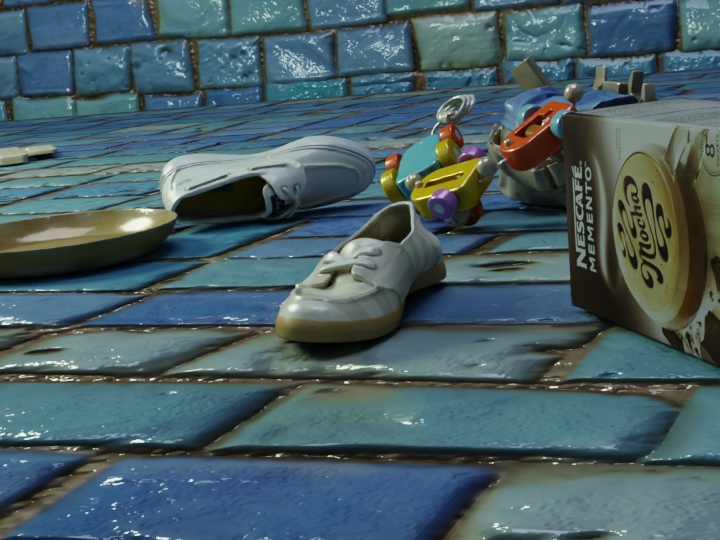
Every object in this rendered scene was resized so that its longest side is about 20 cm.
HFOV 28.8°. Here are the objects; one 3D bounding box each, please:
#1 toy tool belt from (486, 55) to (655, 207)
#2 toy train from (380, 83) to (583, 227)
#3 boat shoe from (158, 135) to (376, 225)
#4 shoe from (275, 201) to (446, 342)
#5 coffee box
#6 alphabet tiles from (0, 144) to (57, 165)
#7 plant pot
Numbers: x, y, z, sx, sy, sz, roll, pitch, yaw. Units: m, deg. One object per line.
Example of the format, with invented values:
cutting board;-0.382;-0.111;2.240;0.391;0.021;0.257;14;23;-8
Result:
toy tool belt;0.189;-0.116;1.155;0.124;0.124;0.200;-12;12;-30
toy train;0.101;-0.088;1.139;0.150;0.056;0.200;-42;22;-13
boat shoe;-0.080;-0.073;1.265;0.199;0.071;0.070;-4;37;-12
shoe;0.000;0.000;0.829;0.070;0.054;0.200;-2;11;19
coffee box;0.177;-0.024;0.700;0.079;0.114;0.200;-8;10;-14
alphabet tiles;-0.575;-0.175;2.188;0.194;0.015;0.200;-9;11;-17
plant pot;-0.249;-0.022;1.157;0.199;0.028;0.200;-5;11;1
